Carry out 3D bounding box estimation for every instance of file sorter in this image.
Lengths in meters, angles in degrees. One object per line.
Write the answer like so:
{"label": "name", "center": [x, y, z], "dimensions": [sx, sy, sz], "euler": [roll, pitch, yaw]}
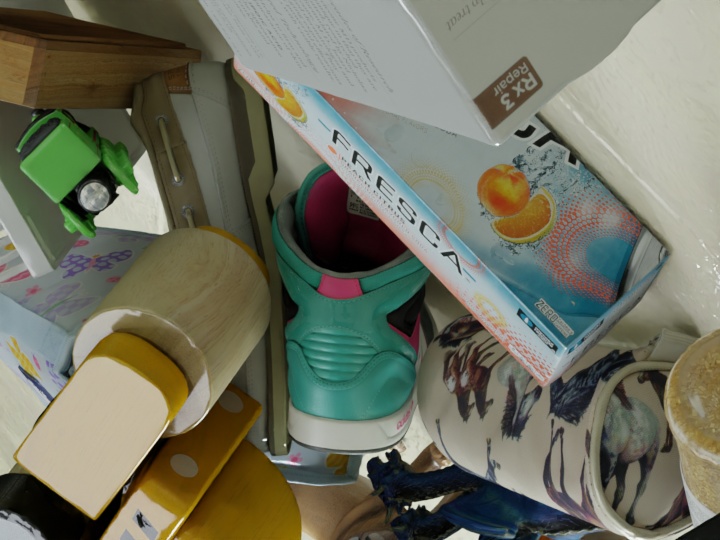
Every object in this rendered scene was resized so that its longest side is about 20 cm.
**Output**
{"label": "file sorter", "center": [-0.224, -0.070, 1.565], "dimensions": [0.139, 0.125, 0.200], "euler": [61, -161, -14]}

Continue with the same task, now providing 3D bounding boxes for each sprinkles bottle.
{"label": "sprinkles bottle", "center": [0.169, 0.101, 1.181], "dimensions": [0.068, 0.068, 0.200], "euler": [39, 163, 33]}

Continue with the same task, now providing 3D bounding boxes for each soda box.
{"label": "soda box", "center": [0.035, -0.049, 1.202], "dimensions": [0.200, 0.064, 0.068], "euler": [46, 165, 9]}

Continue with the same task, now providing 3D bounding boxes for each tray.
{"label": "tray", "center": [-0.162, -0.108, 1.425], "dimensions": [0.099, 0.037, 0.200], "euler": [14, -172, 17]}

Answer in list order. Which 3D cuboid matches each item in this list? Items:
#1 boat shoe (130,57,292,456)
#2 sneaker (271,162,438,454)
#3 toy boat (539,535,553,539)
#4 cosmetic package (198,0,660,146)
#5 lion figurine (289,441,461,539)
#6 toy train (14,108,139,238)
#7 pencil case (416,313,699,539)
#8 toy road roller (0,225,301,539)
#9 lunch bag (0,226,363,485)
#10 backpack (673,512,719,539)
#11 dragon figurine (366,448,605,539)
{"label": "boat shoe", "center": [-0.071, -0.005, 1.429], "dimensions": [0.075, 0.068, 0.200], "euler": [-8, -88, -88]}
{"label": "sneaker", "center": [0.000, 0.000, 1.404], "dimensions": [0.200, 0.084, 0.121], "euler": [-77, -9, -71]}
{"label": "toy boat", "center": [0.099, 0.195, 1.558], "dimensions": [0.200, 0.130, 0.131], "euler": [29, 136, 52]}
{"label": "cosmetic package", "center": [0.017, -0.114, 1.012], "dimensions": [0.074, 0.102, 0.200], "euler": [54, 164, -25]}
{"label": "lion figurine", "center": [-0.011, 0.140, 1.700], "dimensions": [0.200, 0.122, 0.072], "euler": [30, 158, 56]}
{"label": "toy train", "center": [-0.139, -0.053, 1.380], "dimensions": [0.056, 0.042, 0.200], "euler": [44, 180, -9]}
{"label": "pencil case", "center": [0.094, 0.063, 1.292], "dimensions": [0.078, 0.089, 0.200], "euler": [24, 176, -23]}
{"label": "toy road roller", "center": [-0.085, 0.093, 1.361], "dimensions": [0.146, 0.123, 0.200], "euler": [35, 126, 0]}
{"label": "lunch bag", "center": [-0.114, 0.046, 1.601], "dimensions": [0.200, 0.127, 0.170], "euler": [12, -174, -33]}
{"label": "backpack", "center": [0.181, 0.175, 1.114], "dimensions": [0.154, 0.163, 0.200], "euler": [45, 159, 62]}
{"label": "dragon figurine", "center": [0.081, 0.124, 1.440], "dimensions": [0.200, 0.099, 0.059], "euler": [28, 155, 55]}
